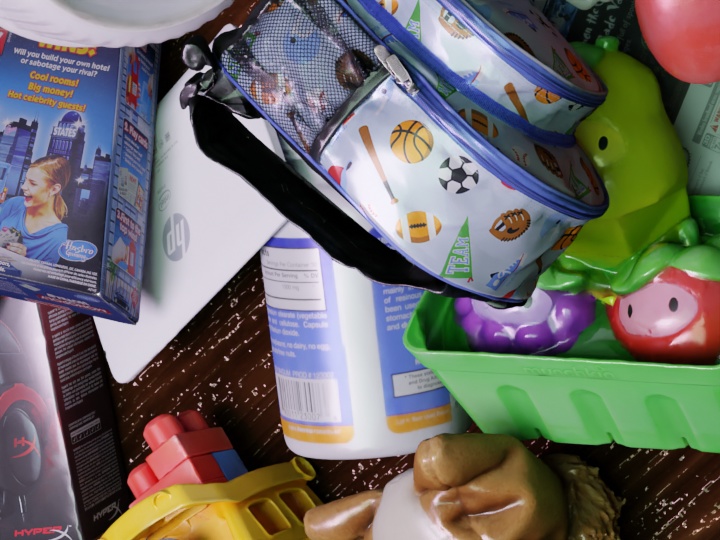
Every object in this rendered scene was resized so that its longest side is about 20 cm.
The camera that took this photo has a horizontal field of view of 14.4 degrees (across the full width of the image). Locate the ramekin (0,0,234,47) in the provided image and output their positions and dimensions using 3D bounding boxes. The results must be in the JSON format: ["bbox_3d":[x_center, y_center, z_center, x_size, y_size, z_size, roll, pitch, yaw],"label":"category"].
[{"bbox_3d":[-0.132,-0.210,1.496,0.200,0.105,0.200,-6,106,-21],"label":"ramekin"}]

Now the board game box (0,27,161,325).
[{"bbox_3d":[-0.198,-0.088,1.661,0.200,0.062,0.200,12,77,21],"label":"board game box"}]

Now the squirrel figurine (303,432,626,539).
[{"bbox_3d":[0.084,0.200,1.591,0.141,0.200,0.187,-31,65,43],"label":"squirrel figurine"}]

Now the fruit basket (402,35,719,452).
[{"bbox_3d":[0.131,-0.013,1.541,0.215,0.156,0.216,15,138,14],"label":"fruit basket"}]

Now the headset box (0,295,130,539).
[{"bbox_3d":[-0.237,0.071,1.756,0.148,0.075,0.200,-6,99,21],"label":"headset box"}]

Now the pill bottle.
[{"bbox_3d":[0.000,0.000,1.630,0.112,0.112,0.200,-3,99,22],"label":"pill bottle"}]

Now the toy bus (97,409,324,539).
[{"bbox_3d":[-0.086,0.175,1.660,0.136,0.200,0.192,-37,79,26],"label":"toy bus"}]

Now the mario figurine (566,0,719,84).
[{"bbox_3d":[0.173,-0.188,1.478,0.123,0.106,0.200,-18,65,43],"label":"mario figurine"}]

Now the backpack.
[{"bbox_3d":[0.040,-0.076,1.448,0.154,0.200,0.191,-44,72,23],"label":"backpack"}]

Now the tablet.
[{"bbox_3d":[-0.108,-0.037,1.657,0.200,0.014,0.130,-45,54,41],"label":"tablet"}]

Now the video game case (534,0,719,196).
[{"bbox_3d":[0.178,-0.111,1.586,0.182,0.023,0.200,26,110,14],"label":"video game case"}]
